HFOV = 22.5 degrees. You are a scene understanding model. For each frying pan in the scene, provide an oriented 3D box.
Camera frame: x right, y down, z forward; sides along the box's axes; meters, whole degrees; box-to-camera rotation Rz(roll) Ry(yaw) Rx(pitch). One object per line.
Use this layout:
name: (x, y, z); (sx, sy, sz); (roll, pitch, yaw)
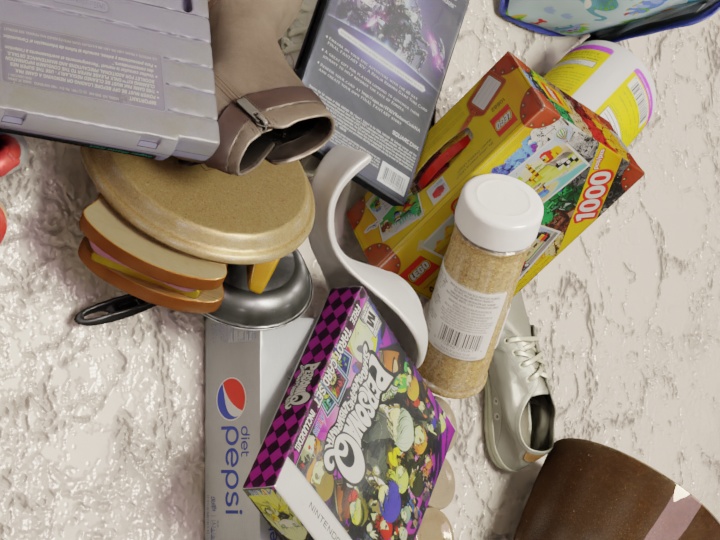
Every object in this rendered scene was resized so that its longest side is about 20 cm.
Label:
frying pan: (-0.125, -0.004, 1.369); (0.190, 0.031, 0.115); (5, 45, -21)

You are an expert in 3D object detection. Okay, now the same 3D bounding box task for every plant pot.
plant pot: (0.199, 0.284, 1.612); (0.187, 0.187, 0.200); (49, 66, -31)

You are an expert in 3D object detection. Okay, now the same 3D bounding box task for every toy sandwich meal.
toy sandwich meal: (-0.126, -0.055, 1.344); (0.205, 0.070, 0.205); (19, 39, -16)

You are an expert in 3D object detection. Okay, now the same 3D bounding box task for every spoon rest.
spoon rest: (0.000, 0.000, 1.444); (0.061, 0.099, 0.200); (-37, 126, -29)

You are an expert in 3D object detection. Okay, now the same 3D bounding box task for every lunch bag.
lunch bag: (0.253, -0.282, 1.725); (0.200, 0.170, 0.128); (8, 78, -46)

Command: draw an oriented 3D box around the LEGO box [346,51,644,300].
LEGO box: (0.113, -0.065, 1.529); (0.149, 0.200, 0.077); (26, 27, -42)

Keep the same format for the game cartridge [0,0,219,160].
game cartridge: (-0.193, -0.145, 1.218); (0.200, 0.038, 0.130); (9, 65, -30)

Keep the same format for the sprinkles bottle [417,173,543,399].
sprinkles bottle: (0.093, 0.016, 1.491); (0.068, 0.068, 0.200); (-38, 153, -43)

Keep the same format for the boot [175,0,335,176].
boot: (-0.074, -0.139, 1.338); (0.200, 0.146, 0.070); (-36, 145, -30)

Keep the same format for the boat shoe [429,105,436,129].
boat shoe: (0.034, -0.190, 1.562); (0.075, 0.075, 0.203); (4, 89, -59)

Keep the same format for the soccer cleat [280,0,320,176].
soccer cleat: (-0.037, -0.171, 1.476); (0.086, 0.070, 0.200); (-24, 100, -35)

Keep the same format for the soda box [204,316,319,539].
soda box: (-0.075, 0.135, 1.399); (0.068, 0.063, 0.200); (8, 79, -47)

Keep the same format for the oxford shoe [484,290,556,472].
oxford shoe: (0.143, 0.082, 1.646); (0.075, 0.058, 0.200); (-4, 86, -45)

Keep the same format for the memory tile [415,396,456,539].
memory tile: (0.024, 0.185, 1.503); (0.153, 0.017, 0.200); (26, 58, -40)

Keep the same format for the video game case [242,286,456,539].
video game case: (-0.003, 0.145, 1.409); (0.181, 0.036, 0.200); (58, 41, -35)

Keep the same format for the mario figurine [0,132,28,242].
mario figurine: (-0.286, -0.079, 1.212); (0.123, 0.106, 0.200); (8, 64, -10)

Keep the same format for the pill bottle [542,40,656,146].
pill bottle: (0.189, -0.126, 1.686); (0.200, 0.104, 0.104); (-45, 117, -40)

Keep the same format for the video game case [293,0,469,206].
video game case: (0.014, -0.172, 1.466); (0.143, 0.019, 0.200); (30, 70, -39)
